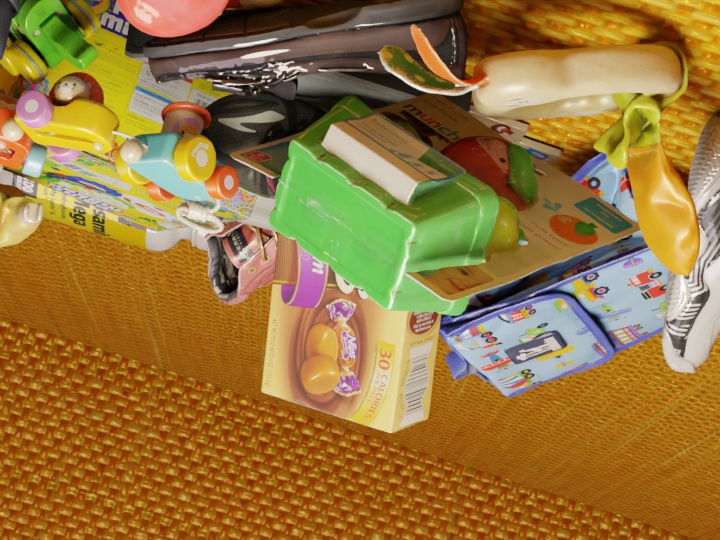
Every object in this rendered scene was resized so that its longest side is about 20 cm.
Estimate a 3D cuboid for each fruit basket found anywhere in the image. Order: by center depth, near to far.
[{"bbox_3d":[0.050,-0.055,1.341,0.185,0.094,0.199,36,-139,30],"label":"fruit basket"}]

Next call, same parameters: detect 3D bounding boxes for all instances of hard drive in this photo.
[{"bbox_3d":[-0.039,-0.137,1.485,0.199,0.033,0.139,12,175,-43],"label":"hard drive"}]

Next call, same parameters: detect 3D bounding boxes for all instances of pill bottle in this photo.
[{"bbox_3d":[-0.202,-0.083,1.878,0.198,0.113,0.112,16,169,4],"label":"pill bottle"}]

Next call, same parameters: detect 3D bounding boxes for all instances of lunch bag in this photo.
[{"bbox_3d":[0.145,0.016,1.598,0.199,0.095,0.150,-32,152,11],"label":"lunch bag"}]

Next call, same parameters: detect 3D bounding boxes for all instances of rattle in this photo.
[{"bbox_3d":[0.105,-0.070,1.288,0.129,0.144,0.199,14,-167,42],"label":"rattle"}]

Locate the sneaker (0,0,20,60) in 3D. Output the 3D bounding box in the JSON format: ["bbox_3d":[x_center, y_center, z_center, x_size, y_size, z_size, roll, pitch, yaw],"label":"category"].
[{"bbox_3d":[-0.244,-0.191,1.353,0.076,0.148,0.202,18,170,-13],"label":"sneaker"}]

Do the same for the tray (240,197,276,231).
[{"bbox_3d":[-0.030,-0.067,1.700,0.199,0.108,0.022,15,-155,30],"label":"tray"}]

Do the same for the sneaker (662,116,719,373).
[{"bbox_3d":[0.266,-0.005,1.456,0.114,0.075,0.201,10,128,5],"label":"sneaker"}]

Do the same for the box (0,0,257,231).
[{"bbox_3d":[-0.187,-0.123,1.640,0.199,0.123,0.192,23,168,-25],"label":"box"}]

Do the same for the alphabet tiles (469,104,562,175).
[{"bbox_3d":[0.060,-0.102,1.661,0.166,0.008,0.200,19,168,-5],"label":"alphabet tiles"}]

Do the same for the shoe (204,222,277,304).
[{"bbox_3d":[-0.066,-0.035,1.791,0.072,0.091,0.200,57,154,13],"label":"shoe"}]

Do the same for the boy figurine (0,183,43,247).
[{"bbox_3d":[-0.291,-0.057,1.649,0.123,0.065,0.200,17,170,10],"label":"boy figurine"}]

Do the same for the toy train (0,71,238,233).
[{"bbox_3d":[-0.175,-0.089,1.467,0.198,0.056,0.150,17,164,-8],"label":"toy train"}]

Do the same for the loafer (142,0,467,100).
[{"bbox_3d":[-0.032,-0.128,1.330,0.198,0.064,0.072,-10,-163,7],"label":"loafer"}]

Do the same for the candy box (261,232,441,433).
[{"bbox_3d":[0.000,0.000,1.540,0.116,0.202,0.056,16,-162,30],"label":"candy box"}]

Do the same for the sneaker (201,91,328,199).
[{"bbox_3d":[-0.032,-0.073,1.456,0.199,0.077,0.084,24,176,27],"label":"sneaker"}]

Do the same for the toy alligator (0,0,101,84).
[{"bbox_3d":[-0.225,-0.169,1.453,0.054,0.059,0.200,54,167,-27],"label":"toy alligator"}]

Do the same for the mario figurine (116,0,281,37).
[{"bbox_3d":[-0.116,-0.202,1.344,0.122,0.107,0.200,-17,-169,-18],"label":"mario figurine"}]
